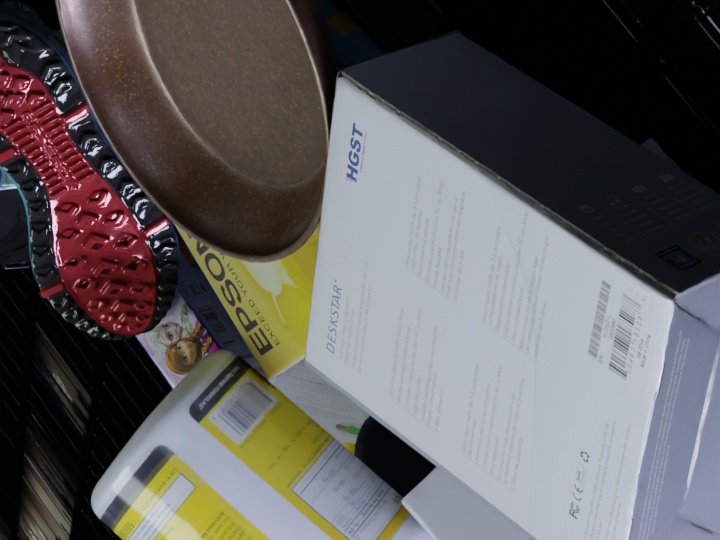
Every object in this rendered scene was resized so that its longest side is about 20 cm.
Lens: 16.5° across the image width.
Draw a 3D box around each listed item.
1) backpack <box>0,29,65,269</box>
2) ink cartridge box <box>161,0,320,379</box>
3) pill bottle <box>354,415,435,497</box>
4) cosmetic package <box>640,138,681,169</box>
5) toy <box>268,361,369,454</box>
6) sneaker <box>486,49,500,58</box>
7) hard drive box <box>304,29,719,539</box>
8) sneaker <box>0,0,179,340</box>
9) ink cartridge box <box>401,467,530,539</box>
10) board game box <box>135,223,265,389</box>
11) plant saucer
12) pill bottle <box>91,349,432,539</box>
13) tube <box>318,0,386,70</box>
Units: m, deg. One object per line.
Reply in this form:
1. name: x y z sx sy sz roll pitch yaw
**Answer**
1. backpack: -0.235 -0.080 1.650 0.200 0.176 0.152 -12 82 62
2. ink cartridge box: -0.067 -0.047 1.254 0.198 0.047 0.200 58 147 2
3. pill bottle: 0.050 0.162 1.441 0.112 0.112 0.201 42 155 36
4. cosmetic package: 0.151 0.056 1.130 0.151 0.051 0.200 51 160 25
5. toy: 0.003 0.067 1.466 0.114 0.048 0.200 10 152 -2
6. sneaker: 0.060 -0.016 1.208 0.092 0.076 0.200 46 159 17
7. hard drive box: 0.072 0.015 1.053 0.200 0.077 0.157 36 133 35
8. sneaker: -0.152 -0.059 1.333 0.096 0.079 0.201 -98 -13 -65
9. ink cartridge box: 0.128 0.174 1.249 0.200 0.086 0.146 47 -179 27
10. board game box: -0.107 -0.023 1.467 0.200 0.041 0.199 54 -161 10
11. plant saucer: -0.069 -0.102 1.141 0.200 0.037 0.201 34 138 37
12. pill bottle: -0.034 0.143 1.287 0.200 0.112 0.112 41 159 2
13. tube: -0.034 -0.128 1.297 0.200 0.050 0.078 41 170 31
